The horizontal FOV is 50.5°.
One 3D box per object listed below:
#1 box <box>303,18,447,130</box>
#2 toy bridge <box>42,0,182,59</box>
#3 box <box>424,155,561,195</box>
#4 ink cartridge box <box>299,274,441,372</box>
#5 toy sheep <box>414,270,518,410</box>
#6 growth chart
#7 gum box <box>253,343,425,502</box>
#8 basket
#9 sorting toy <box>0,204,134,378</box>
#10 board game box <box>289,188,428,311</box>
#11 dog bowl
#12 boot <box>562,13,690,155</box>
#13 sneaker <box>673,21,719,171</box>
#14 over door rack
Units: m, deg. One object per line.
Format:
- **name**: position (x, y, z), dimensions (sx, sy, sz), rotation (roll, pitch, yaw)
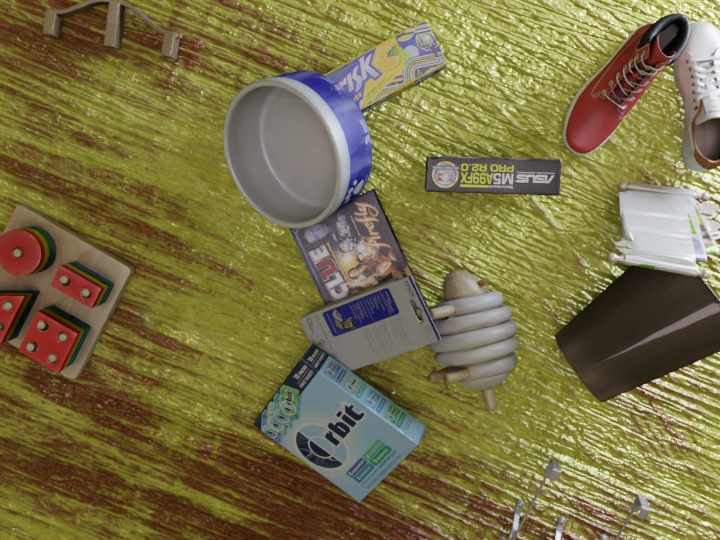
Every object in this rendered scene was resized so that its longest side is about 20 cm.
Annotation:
- **box**: position (0.017, -0.265, 1.058), dimensions (0.200, 0.064, 0.070), rotation (-27, 95, 9)
- **toy bridge**: position (-0.352, -0.353, 1.096), dimensions (0.200, 0.027, 0.067), rotation (11, 97, 3)
- **box**: position (0.164, -0.125, 0.995), dimensions (0.160, 0.200, 0.044), rotation (2, 98, 4)
- **ink cartridge box**: position (0.016, 0.075, 1.055), dimensions (0.200, 0.039, 0.100), rotation (-21, 96, 33)
- **toy sheep**: position (0.155, 0.097, 1.063), dimensions (0.138, 0.138, 0.200), rotation (-11, 93, 6)
- **growth chart**: position (0.403, -0.059, 1.005), dimensions (0.145, 0.200, 0.018), rotation (14, 132, 10)
- **gum box**: position (-0.034, 0.224, 1.106), dimensions (0.200, 0.045, 0.170), rotation (35, 127, -1)
- **basket**: position (0.379, 0.077, 1.038), dimensions (0.200, 0.136, 0.180), rotation (-37, 48, 16)
- **sorting toy**: position (-0.477, 0.037, 1.139), dimensions (0.199, 0.070, 0.200), rotation (30, 100, 0)
- **board game box**: position (0.000, 0.000, 1.110), dimensions (0.135, 0.035, 0.200), rotation (-25, 95, 8)
- **dog bowl**: position (-0.085, -0.162, 1.025), dimensions (0.200, 0.079, 0.200), rotation (18, 122, 30)
- **boot**: position (0.342, -0.239, 0.993), dimensions (0.072, 0.144, 0.200), rotation (34, 101, -2)
- **sneaker**: position (0.466, -0.233, 1.014), dimensions (0.073, 0.085, 0.200), rotation (-7, 96, 7)
- **over door rack**: position (0.305, 0.366, 1.110), dimensions (0.148, 0.067, 0.200), rotation (22, 120, 2)
